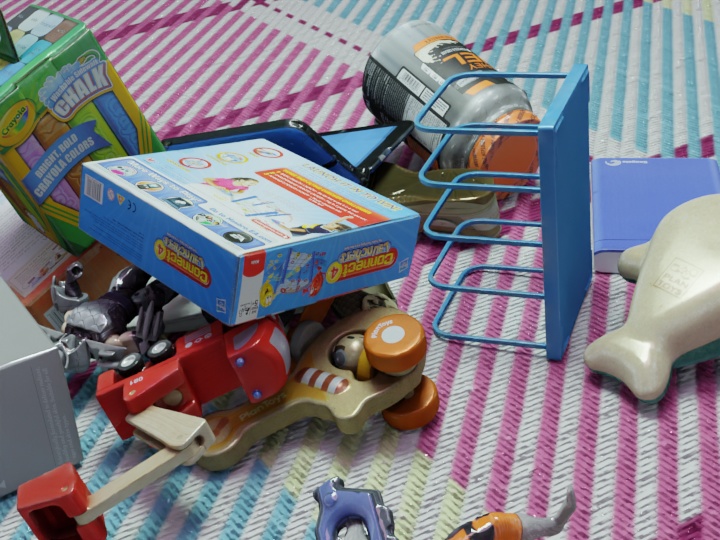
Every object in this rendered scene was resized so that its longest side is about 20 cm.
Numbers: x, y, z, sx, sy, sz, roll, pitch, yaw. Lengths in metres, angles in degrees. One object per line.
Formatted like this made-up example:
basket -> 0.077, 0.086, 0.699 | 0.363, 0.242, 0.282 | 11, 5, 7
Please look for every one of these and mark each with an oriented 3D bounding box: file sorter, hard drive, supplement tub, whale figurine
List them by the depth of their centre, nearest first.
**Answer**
whale figurine -> 0.270, 0.033, 0.923 | 0.200, 0.104, 0.158 | -44, 43, -15
file sorter -> 0.122, -0.053, 0.966 | 0.120, 0.203, 0.139 | 5, 30, 20
hard drive -> 0.292, -0.057, 1.127 | 0.129, 0.026, 0.201 | 1, 30, 10
supplement tub -> 0.100, -0.170, 1.229 | 0.121, 0.124, 0.200 | -22, 49, -29

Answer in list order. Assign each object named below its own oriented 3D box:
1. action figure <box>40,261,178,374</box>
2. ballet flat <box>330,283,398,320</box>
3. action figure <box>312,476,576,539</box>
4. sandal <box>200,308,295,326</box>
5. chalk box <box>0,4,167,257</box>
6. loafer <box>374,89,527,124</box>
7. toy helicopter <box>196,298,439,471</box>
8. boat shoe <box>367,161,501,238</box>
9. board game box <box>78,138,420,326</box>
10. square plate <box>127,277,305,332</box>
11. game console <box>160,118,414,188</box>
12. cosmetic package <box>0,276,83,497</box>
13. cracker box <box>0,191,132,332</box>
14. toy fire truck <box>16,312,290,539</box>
action figure -> -0.193, 0.021, 0.961 | 0.128, 0.070, 0.200 | 20, 43, 27
ballet flat -> 0.000, 0.000, 1.019 | 0.067, 0.047, 0.201 | 26, 22, -23
action figure -> 0.042, 0.217, 0.642 | 0.190, 0.105, 0.203 | -10, 56, 4
sandal -> -0.086, 0.011, 0.979 | 0.076, 0.043, 0.200 | 44, 24, -6
chalk box -> -0.273, -0.137, 0.979 | 0.124, 0.201, 0.124 | -43, 39, -17
loafer -> 0.108, -0.190, 1.348 | 0.197, 0.064, 0.072 | 10, 33, 24
toy helicopter -> -0.044, 0.084, 0.878 | 0.198, 0.080, 0.132 | -28, 41, -14
boat shoe -> 0.044, -0.064, 1.153 | 0.197, 0.064, 0.074 | 2, 40, 24
board game box -> -0.089, -0.039, 0.920 | 0.199, 0.057, 0.194 | 29, 29, 37
square plate -> -0.131, -0.001, 1.081 | 0.194, 0.029, 0.201 | -9, 30, -7
game console -> -0.074, -0.136, 1.170 | 0.197, 0.170, 0.120 | -3, 62, 38
cosmetic package -> -0.293, 0.074, 0.892 | 0.089, 0.109, 0.199 | -22, 36, -28
cracker box -> -0.287, -0.030, 1.081 | 0.134, 0.058, 0.199 | -42, 42, -14
toy fire truck -> -0.138, 0.106, 0.814 | 0.197, 0.049, 0.142 | -24, 29, 2
